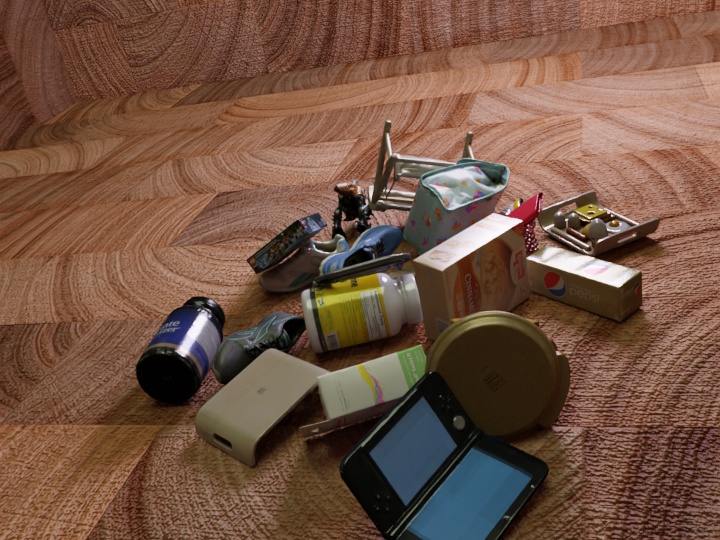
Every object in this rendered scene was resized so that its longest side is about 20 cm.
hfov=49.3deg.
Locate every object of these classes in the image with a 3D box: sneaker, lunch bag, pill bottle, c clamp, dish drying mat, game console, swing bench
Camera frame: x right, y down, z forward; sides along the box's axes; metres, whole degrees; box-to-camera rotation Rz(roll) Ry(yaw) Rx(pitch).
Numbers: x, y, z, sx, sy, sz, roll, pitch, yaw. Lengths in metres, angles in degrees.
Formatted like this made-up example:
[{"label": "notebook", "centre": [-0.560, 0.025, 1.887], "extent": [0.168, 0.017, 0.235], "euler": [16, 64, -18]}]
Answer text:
[{"label": "sneaker", "centre": [0.016, -0.026, 1.570], "extent": [0.200, 0.079, 0.089], "euler": [-36, 22, -28]}, {"label": "lunch bag", "centre": [0.201, -0.126, 1.577], "extent": [0.199, 0.171, 0.122], "euler": [-23, 58, -28]}, {"label": "pill bottle", "centre": [0.003, 0.069, 1.366], "extent": [0.198, 0.113, 0.113], "euler": [-13, 27, -1]}, {"label": "sneaker", "centre": [-0.116, -0.015, 1.614], "extent": [0.198, 0.081, 0.077], "euler": [-17, 29, -6]}, {"label": "c clamp", "centre": [0.000, 0.000, 1.393], "extent": [0.198, 0.027, 0.171], "euler": [-16, -9, 13]}, {"label": "sneaker", "centre": [-0.172, 0.127, 1.359], "extent": [0.079, 0.076, 0.200], "euler": [-4, 26, 42]}, {"label": "sneaker", "centre": [0.302, -0.061, 1.550], "extent": [0.082, 0.078, 0.201], "euler": [-30, 23, 26]}, {"label": "dish drying mat", "centre": [0.270, -0.075, 1.505], "extent": [0.200, 0.018, 0.077], "euler": [-40, 19, 38]}, {"label": "game console", "centre": [0.105, 0.244, 0.971], "extent": [0.200, 0.171, 0.118], "euler": [-41, 11, -33]}, {"label": "pill bottle", "centre": [-0.307, 0.132, 1.380], "extent": [0.111, 0.113, 0.200], "euler": [-6, 27, 12]}, {"label": "swing bench", "centre": [0.132, -0.194, 1.684], "extent": [0.197, 0.201, 0.130], "euler": [5, 45, -10]}]

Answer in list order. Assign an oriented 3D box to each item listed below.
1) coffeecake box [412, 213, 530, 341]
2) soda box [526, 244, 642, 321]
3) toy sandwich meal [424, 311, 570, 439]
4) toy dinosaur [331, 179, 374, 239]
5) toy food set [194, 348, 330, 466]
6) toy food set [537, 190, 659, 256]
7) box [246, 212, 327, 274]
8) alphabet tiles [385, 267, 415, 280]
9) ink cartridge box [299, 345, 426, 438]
[{"label": "coffeecake box", "centre": [0.194, 0.015, 1.340], "extent": [0.199, 0.155, 0.073], "euler": [-30, 32, -30]}, {"label": "soda box", "centre": [0.380, 0.019, 1.348], "extent": [0.064, 0.068, 0.199], "euler": [-28, 30, -29]}, {"label": "toy sandwich meal", "centre": [0.188, 0.140, 1.086], "extent": [0.203, 0.207, 0.070], "euler": [-9, 13, 7]}, {"label": "toy dinosaur", "centre": [-0.024, -0.144, 1.751], "extent": [0.102, 0.137, 0.199], "euler": [-10, -19, 38]}, {"label": "toy food set", "centre": [-0.145, 0.211, 1.234], "extent": [0.143, 0.061, 0.200], "euler": [16, 46, 42]}, {"label": "toy food set", "centre": [0.460, -0.101, 1.536], "extent": [0.143, 0.061, 0.200], "euler": [-21, 29, -14]}, {"label": "box", "centre": [-0.148, -0.059, 1.624], "extent": [0.136, 0.038, 0.200], "euler": [-37, 1, 11]}, {"label": "alphabet tiles", "centre": [0.073, 0.009, 1.496], "extent": [0.198, 0.008, 0.167], "euler": [-13, 3, -1]}, {"label": "ink cartridge box", "centre": [0.001, 0.179, 1.145], "extent": [0.198, 0.068, 0.117], "euler": [-16, -18, -8]}]
